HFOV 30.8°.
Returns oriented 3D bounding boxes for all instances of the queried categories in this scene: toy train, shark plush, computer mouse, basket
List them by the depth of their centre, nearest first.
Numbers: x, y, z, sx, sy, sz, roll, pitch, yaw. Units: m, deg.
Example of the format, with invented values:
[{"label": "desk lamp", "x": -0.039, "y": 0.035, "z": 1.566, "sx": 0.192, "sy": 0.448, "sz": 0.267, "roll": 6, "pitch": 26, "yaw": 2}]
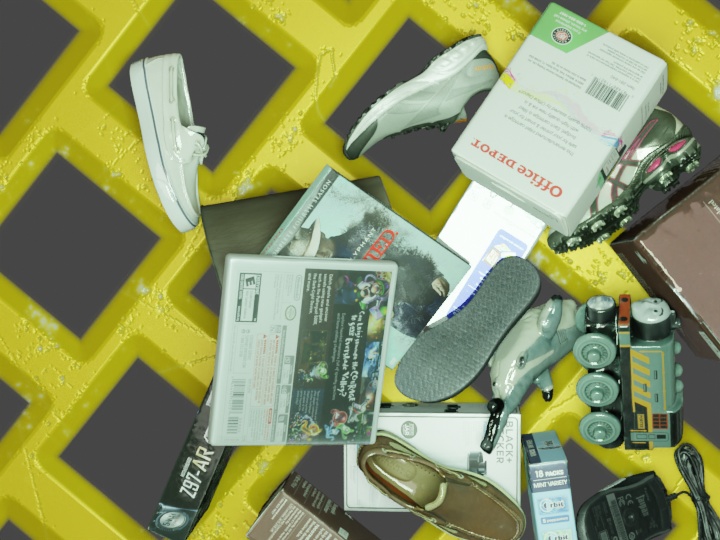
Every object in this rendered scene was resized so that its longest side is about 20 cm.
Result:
[{"label": "toy train", "x": 0.291, "y": 0.111, "z": 1.416, "sx": 0.113, "sy": 0.085, "sz": 0.201, "roll": -2, "pitch": 123, "yaw": 13}, {"label": "shark plush", "x": 0.191, "y": 0.110, "z": 1.426, "sx": 0.083, "sy": 0.091, "sz": 0.200, "roll": 40, "pitch": 57, "yaw": -22}, {"label": "basket", "x": -0.056, "y": -0.022, "z": 1.437, "sx": 0.199, "sy": 0.136, "sz": 0.181, "roll": -19, "pitch": 67, "yaw": -1}, {"label": "computer mouse", "x": 0.315, "y": 0.288, "z": 1.440, "sx": 0.200, "sy": 0.046, "sz": 0.141, "roll": -22, "pitch": 91, "yaw": -31}]

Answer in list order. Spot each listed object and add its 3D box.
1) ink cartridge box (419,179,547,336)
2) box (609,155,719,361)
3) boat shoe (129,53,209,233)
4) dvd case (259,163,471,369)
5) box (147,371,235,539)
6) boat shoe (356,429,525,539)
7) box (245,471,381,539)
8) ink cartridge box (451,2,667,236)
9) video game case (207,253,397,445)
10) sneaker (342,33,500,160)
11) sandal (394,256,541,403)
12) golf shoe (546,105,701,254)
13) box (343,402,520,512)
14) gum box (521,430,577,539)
[{"label": "ink cartridge box", "x": 0.121, "y": -0.003, "z": 1.471, "sx": 0.099, "sy": 0.039, "sz": 0.200, "roll": 33, "pitch": 94, "yaw": 1}, {"label": "box", "x": 0.400, "y": -0.029, "z": 1.378, "sx": 0.200, "sy": 0.164, "sz": 0.166, "roll": -38, "pitch": 89, "yaw": 1}, {"label": "boat shoe", "x": -0.203, "y": -0.145, "z": 1.473, "sx": 0.065, "sy": 0.072, "sz": 0.201, "roll": -14, "pitch": 84, "yaw": 9}, {"label": "dvd case", "x": 0.000, "y": 0.000, "z": 1.373, "sx": 0.200, "sy": 0.022, "sz": 0.146, "roll": 34, "pitch": 99, "yaw": -24}, {"label": "box", "x": -0.161, "y": 0.185, "z": 1.441, "sx": 0.043, "sy": 0.160, "sz": 0.201, "roll": 24, "pitch": 96, "yaw": 1}, {"label": "boat shoe", "x": 0.084, "y": 0.245, "z": 1.409, "sx": 0.202, "sy": 0.075, "sz": 0.075, "roll": 25, "pitch": 96, "yaw": 2}, {"label": "box", "x": -0.025, "y": 0.321, "z": 1.470, "sx": 0.200, "sy": 0.100, "sz": 0.075, "roll": 39, "pitch": 95, "yaw": 1}, {"label": "ink cartridge box", "x": 0.213, "y": -0.160, "z": 1.398, "sx": 0.145, "sy": 0.084, "sz": 0.200, "roll": 32, "pitch": 85, "yaw": 19}, {"label": "video game case", "x": -0.060, "y": 0.084, "z": 1.350, "sx": 0.181, "sy": 0.023, "sz": 0.201, "roll": 2, "pitch": 104, "yaw": -20}, {"label": "sneaker", "x": 0.067, "y": -0.179, "z": 1.448, "sx": 0.200, "sy": 0.074, "sz": 0.079, "roll": -34, "pitch": 96, "yaw": 5}, {"label": "sandal", "x": 0.123, "y": 0.073, "z": 1.431, "sx": 0.200, "sy": 0.043, "sz": 0.076, "roll": -43, "pitch": 71, "yaw": -4}, {"label": "golf shoe", "x": 0.278, "y": -0.097, "z": 1.447, "sx": 0.200, "sy": 0.077, "sz": 0.088, "roll": -38, "pitch": 70, "yaw": 4}, {"label": "box", "x": 0.081, "y": 0.209, "z": 1.475, "sx": 0.199, "sy": 0.060, "sz": 0.117, "roll": 1, "pitch": 94, "yaw": 4}, {"label": "gum box", "x": 0.210, "y": 0.288, "z": 1.416, "sx": 0.044, "sy": 0.170, "sz": 0.201, "roll": -9, "pitch": 92, "yaw": 5}]
